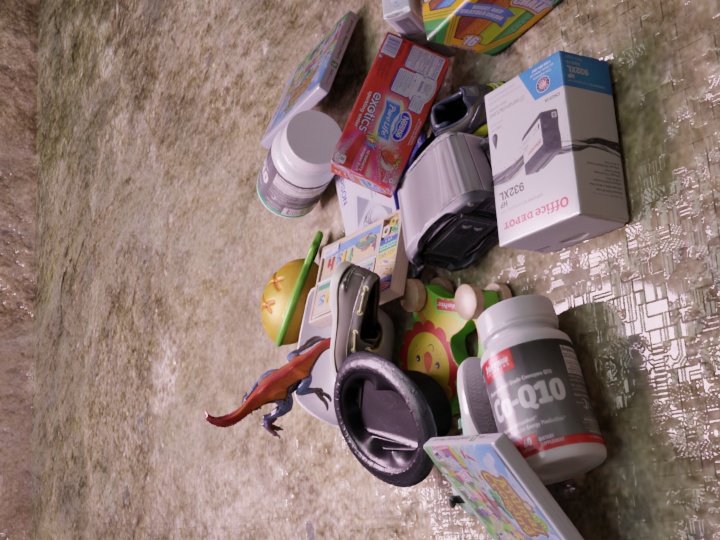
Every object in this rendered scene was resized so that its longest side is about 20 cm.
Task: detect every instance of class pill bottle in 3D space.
[{"bbox_3d":[-0.097,-0.172,1.704,0.200,0.112,0.114,129,137,-64],"label":"pill bottle"},{"bbox_3d":[0.205,0.138,1.226,0.114,0.113,0.201,-44,50,45],"label":"pill bottle"}]

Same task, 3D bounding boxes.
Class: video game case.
[{"bbox_3d":[0.172,0.271,1.202,0.200,0.022,0.182,53,156,-5],"label":"video game case"},{"bbox_3d":[-0.086,-0.316,1.750,0.200,0.022,0.183,-34,31,50],"label":"video game case"}]

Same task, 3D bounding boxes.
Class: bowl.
[{"bbox_3d":[-0.018,0.134,1.612,0.199,0.074,0.202,17,99,57],"label":"bowl"}]

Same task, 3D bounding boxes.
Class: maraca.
[{"bbox_3d":[-0.101,0.031,1.728,0.137,0.106,0.201,176,115,-85],"label":"maraca"}]

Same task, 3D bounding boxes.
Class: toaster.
[{"bbox_3d":[0.123,-0.090,1.393,0.200,0.113,0.130,-48,42,45],"label":"toaster"}]

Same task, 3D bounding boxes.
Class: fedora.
[{"bbox_3d":[0.054,0.190,1.414,0.200,0.091,0.202,20,116,47],"label":"fedora"}]

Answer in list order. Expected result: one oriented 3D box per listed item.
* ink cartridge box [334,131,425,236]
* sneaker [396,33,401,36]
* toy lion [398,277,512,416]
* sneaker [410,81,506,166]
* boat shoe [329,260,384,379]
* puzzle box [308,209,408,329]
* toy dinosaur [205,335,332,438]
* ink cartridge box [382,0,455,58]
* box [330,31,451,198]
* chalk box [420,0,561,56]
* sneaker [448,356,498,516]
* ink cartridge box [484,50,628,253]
[{"bbox_3d":[0.038,-0.109,1.593,0.200,0.040,0.201,-41,52,47],"label":"ink cartridge box"},{"bbox_3d":[0.045,-0.261,1.570,0.086,0.077,0.201,3,72,61],"label":"sneaker"},{"bbox_3d":[0.118,0.109,1.423,0.200,0.068,0.193,4,95,57],"label":"toy lion"},{"bbox_3d":[0.120,-0.195,1.440,0.200,0.080,0.074,-46,48,44],"label":"sneaker"},{"bbox_3d":[-0.002,0.084,1.448,0.060,0.072,0.203,15,124,26],"label":"boat shoe"},{"bbox_3d":[0.000,0.000,1.531,0.200,0.025,0.134,-25,47,47],"label":"puzzle box"},{"bbox_3d":[-0.095,0.167,1.531,0.105,0.200,0.182,49,123,13],"label":"toy dinosaur"},{"bbox_3d":[0.076,-0.414,1.472,0.047,0.160,0.202,-13,73,25],"label":"ink cartridge box"},{"bbox_3d":[0.040,-0.213,1.462,0.095,0.099,0.201,106,-173,-86],"label":"box"},{"bbox_3d":[0.179,-0.386,1.340,0.200,0.124,0.125,-36,56,51],"label":"chalk box"},{"bbox_3d":[0.139,0.218,1.336,0.118,0.073,0.202,-29,72,53],"label":"sneaker"},{"bbox_3d":[0.231,-0.137,1.256,0.145,0.083,0.202,-24,66,54],"label":"ink cartridge box"}]
